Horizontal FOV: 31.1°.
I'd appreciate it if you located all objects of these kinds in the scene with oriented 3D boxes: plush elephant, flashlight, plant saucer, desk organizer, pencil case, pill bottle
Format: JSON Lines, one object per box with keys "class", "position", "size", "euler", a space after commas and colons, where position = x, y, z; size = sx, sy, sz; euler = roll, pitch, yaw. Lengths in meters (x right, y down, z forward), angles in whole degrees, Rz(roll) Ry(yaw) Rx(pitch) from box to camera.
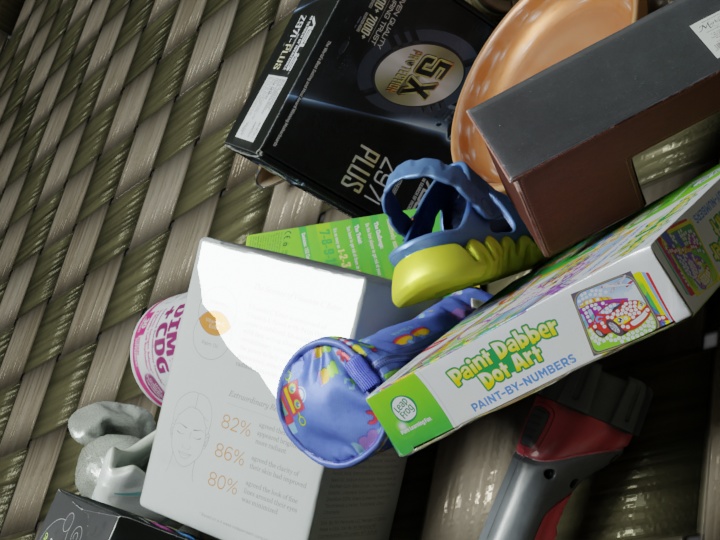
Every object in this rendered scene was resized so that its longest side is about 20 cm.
{"class": "plush elephant", "position": [-0.193, 0.205, 1.114], "size": [0.200, 0.155, 0.165], "euler": [-56, 28, 13]}
{"class": "flashlight", "position": [0.106, 0.149, 0.760], "size": [0.068, 0.068, 0.200], "euler": [20, 87, 23]}
{"class": "plant saucer", "position": [0.146, -0.142, 0.981], "size": [0.200, 0.037, 0.200], "euler": [-42, 33, 35]}
{"class": "desk organizer", "position": [0.174, -0.096, 0.768], "size": [0.200, 0.077, 0.072], "euler": [-28, 45, 3]}
{"class": "pencil case", "position": [0.035, 0.063, 0.823], "size": [0.078, 0.200, 0.087], "euler": [48, 121, 18]}
{"class": "pill bottle", "position": [-0.116, 0.067, 1.156], "size": [0.200, 0.113, 0.114], "euler": [-15, 53, 55]}

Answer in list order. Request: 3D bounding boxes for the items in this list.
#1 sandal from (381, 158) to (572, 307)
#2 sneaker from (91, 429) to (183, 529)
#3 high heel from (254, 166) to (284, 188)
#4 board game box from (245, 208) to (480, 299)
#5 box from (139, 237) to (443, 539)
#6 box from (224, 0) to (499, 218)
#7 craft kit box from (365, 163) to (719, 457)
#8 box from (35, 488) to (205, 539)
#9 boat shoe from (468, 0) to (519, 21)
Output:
{"class": "sandal", "position": [0.078, -0.034, 0.849], "size": [0.079, 0.200, 0.087], "euler": [-25, 82, 29]}
{"class": "sneaker", "position": [-0.122, 0.153, 1.022], "size": [0.070, 0.200, 0.080], "euler": [35, 128, 35]}
{"class": "high heel", "position": [-0.052, -0.116, 1.249], "size": [0.143, 0.071, 0.200], "euler": [-49, 13, 11]}
{"class": "board game box", "position": [0.000, 0.000, 1.023], "size": [0.200, 0.030, 0.096], "euler": [-10, 50, 19]}
{"class": "box", "position": [-0.048, 0.092, 0.922], "size": [0.152, 0.106, 0.200], "euler": [14, 90, 34]}
{"class": "box", "position": [0.009, -0.149, 1.085], "size": [0.200, 0.164, 0.086], "euler": [-62, 27, -1]}
{"class": "craft kit box", "position": [0.127, 0.014, 0.728], "size": [0.197, 0.049, 0.200], "euler": [-29, 2, 37]}
{"class": "box", "position": [-0.137, 0.262, 0.916], "size": [0.124, 0.200, 0.149], "euler": [1, 67, 57]}
{"class": "boat shoe", "position": [0.134, -0.310, 1.130], "size": [0.200, 0.072, 0.076], "euler": [-66, 12, -11]}
